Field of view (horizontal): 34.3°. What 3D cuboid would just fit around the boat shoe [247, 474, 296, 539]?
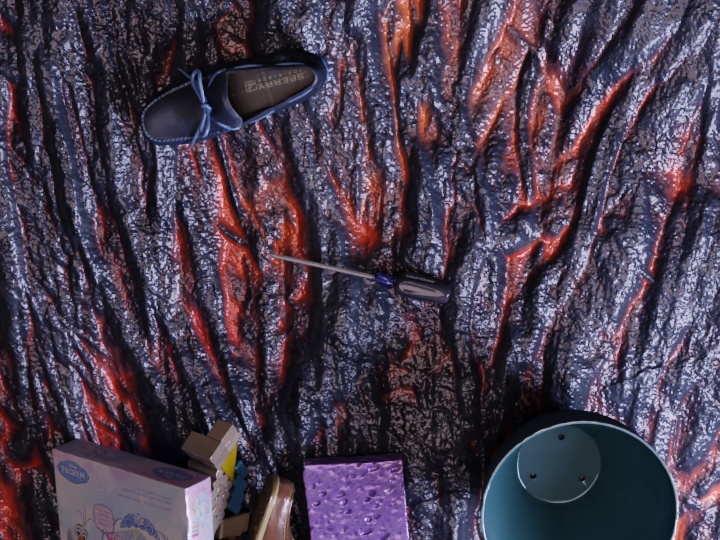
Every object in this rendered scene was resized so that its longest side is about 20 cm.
[{"bbox_3d":[-0.094,0.317,1.295,0.067,0.072,0.201,9,110,-8],"label":"boat shoe"}]

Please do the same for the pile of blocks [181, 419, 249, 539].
[{"bbox_3d":[-0.170,0.258,1.291,0.062,0.082,0.201,14,97,36],"label":"pile of blocks"}]

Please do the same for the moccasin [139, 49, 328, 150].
[{"bbox_3d":[-0.132,-0.180,1.170,0.199,0.068,0.081,-23,103,6],"label":"moccasin"}]

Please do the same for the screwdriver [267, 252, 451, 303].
[{"bbox_3d":[0.000,0.000,1.237,0.199,0.028,0.029,17,73,-3],"label":"screwdriver"}]

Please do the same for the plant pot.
[{"bbox_3d":[0.219,0.230,1.236,0.199,0.135,0.201,0,104,0],"label":"plant pot"}]

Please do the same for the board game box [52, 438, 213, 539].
[{"bbox_3d":[-0.241,0.297,1.249,0.199,0.043,0.200,9,108,34],"label":"board game box"}]

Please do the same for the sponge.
[{"bbox_3d":[0.000,0.303,1.309,0.111,0.030,0.201,-5,104,2],"label":"sponge"}]
